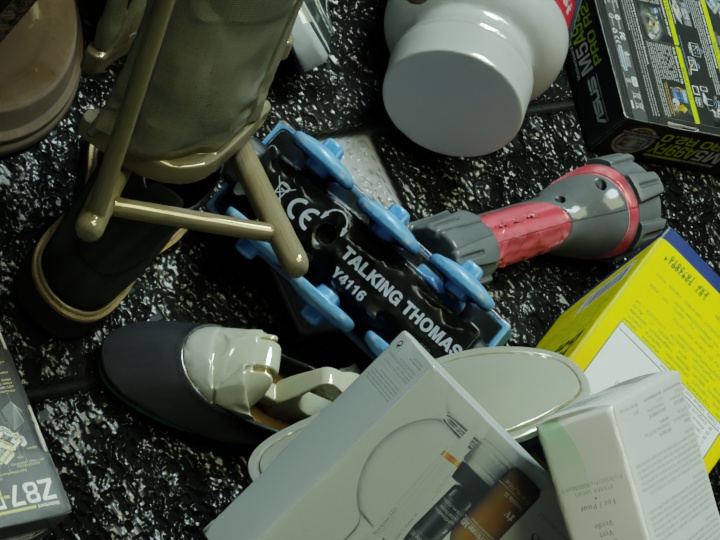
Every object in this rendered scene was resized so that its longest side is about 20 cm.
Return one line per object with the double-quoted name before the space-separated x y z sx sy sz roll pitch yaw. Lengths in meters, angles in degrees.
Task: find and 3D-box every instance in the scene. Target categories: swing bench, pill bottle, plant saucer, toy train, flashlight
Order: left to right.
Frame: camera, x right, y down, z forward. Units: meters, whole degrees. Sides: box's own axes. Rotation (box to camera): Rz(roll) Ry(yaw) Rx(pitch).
"plant saucer" -0.239 -0.156 1.681 0.199 0.029 0.201 20 52 -28
"swing bench" -0.062 -0.141 1.504 0.129 0.200 0.201 11 40 -15
"toy train" 0.000 0.000 1.708 0.200 0.114 0.087 41 86 7
"pill bottle" 0.080 -0.172 1.882 0.119 0.120 0.201 33 46 -17
"flashlight" 0.107 -0.024 1.836 0.068 0.068 0.199 42 35 26

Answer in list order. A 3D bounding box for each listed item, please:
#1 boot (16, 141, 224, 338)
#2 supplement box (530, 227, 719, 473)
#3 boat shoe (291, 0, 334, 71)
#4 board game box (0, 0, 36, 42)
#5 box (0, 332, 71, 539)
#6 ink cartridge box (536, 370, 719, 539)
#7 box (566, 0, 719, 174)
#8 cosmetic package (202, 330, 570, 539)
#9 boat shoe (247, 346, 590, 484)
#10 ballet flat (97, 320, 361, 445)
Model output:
"boot" -0.101 -0.062 1.648 0.077 0.138 0.201 35 45 -14
"supplement box" 0.151 0.086 1.771 0.109 0.109 0.200 46 43 -3
"boat shoe" -0.038 -0.218 1.842 0.074 0.068 0.200 64 9 -58
"board game box" -0.202 -0.235 1.600 0.159 0.200 0.097 41 45 -10
"box" -0.259 0.076 1.493 0.199 0.049 0.162 -10 67 -42
"ink cartridge box" 0.160 0.161 1.584 0.161 0.050 0.201 -13 88 -71
"box" 0.207 -0.166 2.034 0.159 0.044 0.201 8 57 -35
"cosmetic package" 0.037 0.152 1.573 0.200 0.151 0.052 44 3 -30
"boat shoe" 0.033 0.102 1.620 0.199 0.062 0.075 -23 45 -20
"ballet flat" -0.047 0.066 1.655 0.199 0.073 0.073 24 49 -24
